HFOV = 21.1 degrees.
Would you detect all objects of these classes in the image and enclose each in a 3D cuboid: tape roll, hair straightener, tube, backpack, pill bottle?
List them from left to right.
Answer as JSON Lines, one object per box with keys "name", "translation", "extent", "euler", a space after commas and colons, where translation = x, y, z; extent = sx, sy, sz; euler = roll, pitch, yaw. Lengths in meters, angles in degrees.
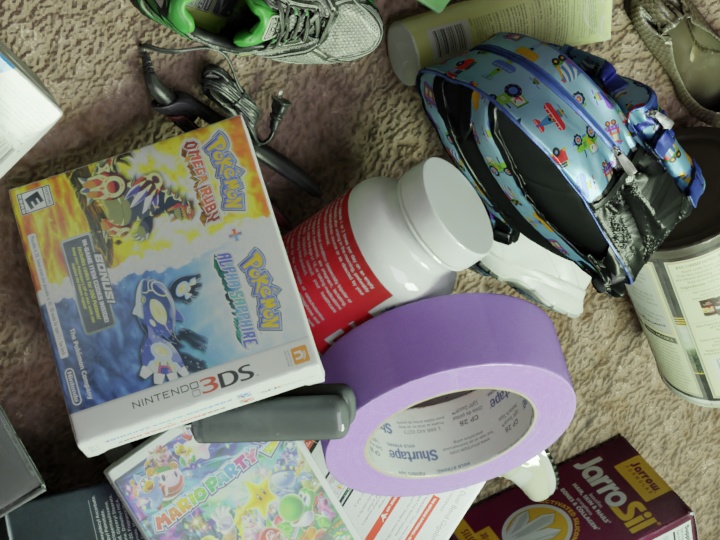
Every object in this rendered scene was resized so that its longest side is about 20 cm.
{"name": "hair straightener", "translation": [-0.091, -0.114, 1.458], "extent": [0.077, 0.041, 0.200], "euler": [-45, 125, 2]}
{"name": "pill bottle", "translation": [0.000, 0.000, 1.481], "extent": [0.199, 0.113, 0.112], "euler": [-33, 135, 28]}
{"name": "tape roll", "translation": [0.063, 0.099, 1.492], "extent": [0.198, 0.066, 0.201], "euler": [-11, 148, -7]}
{"name": "tube", "translation": [0.117, -0.192, 1.518], "extent": [0.198, 0.052, 0.058], "euler": [-18, 168, -23]}
{"name": "backpack", "translation": [0.142, -0.103, 1.457], "extent": [0.135, 0.182, 0.200], "euler": [-47, 124, -9]}

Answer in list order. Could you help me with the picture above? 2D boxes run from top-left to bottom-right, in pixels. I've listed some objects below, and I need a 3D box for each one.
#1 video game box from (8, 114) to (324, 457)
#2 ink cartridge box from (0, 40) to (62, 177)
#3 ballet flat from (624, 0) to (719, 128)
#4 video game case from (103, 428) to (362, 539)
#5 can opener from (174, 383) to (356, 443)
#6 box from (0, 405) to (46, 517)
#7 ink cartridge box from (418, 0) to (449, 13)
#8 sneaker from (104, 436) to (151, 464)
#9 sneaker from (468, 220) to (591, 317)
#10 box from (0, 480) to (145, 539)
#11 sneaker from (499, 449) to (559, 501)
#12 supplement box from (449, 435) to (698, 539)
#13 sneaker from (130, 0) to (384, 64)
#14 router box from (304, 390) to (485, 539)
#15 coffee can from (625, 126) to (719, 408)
{"name": "video game box", "translation": [-0.139, 0.010, 1.385], "extent": [0.181, 0.202, 0.047], "euler": [-18, 163, -4]}
{"name": "ink cartridge box", "translation": [-0.317, -0.084, 1.326], "extent": [0.200, 0.067, 0.116], "euler": [-44, 129, 2]}
{"name": "ballet flat", "translation": [0.288, -0.174, 1.620], "extent": [0.067, 0.046, 0.200], "euler": [-45, 130, 4]}
{"name": "video game case", "translation": [-0.084, 0.196, 1.466], "extent": [0.143, 0.018, 0.201], "euler": [-34, 100, -20]}
{"name": "can opener", "translation": [-0.104, 0.089, 1.405], "extent": [0.198, 0.053, 0.068], "euler": [-3, 104, 11]}
{"name": "box", "translation": [-0.355, 0.119, 1.383], "extent": [0.192, 0.048, 0.201], "euler": [-29, 95, -7]}
{"name": "ink cartridge box", "translation": [0.014, -0.297, 1.366], "extent": [0.199, 0.088, 0.146], "euler": [29, 103, -37]}
{"name": "sneaker", "translation": [-0.159, 0.068, 1.486], "extent": [0.113, 0.076, 0.201], "euler": [-10, 132, 3]}
{"name": "sneaker", "translation": [0.128, -0.030, 1.618], "extent": [0.199, 0.074, 0.088], "euler": [24, 94, -44]}
{"name": "box", "translation": [-0.187, 0.221, 1.518], "extent": [0.198, 0.148, 0.108], "euler": [-12, 82, -23]}
{"name": "sneaker", "translation": [0.103, 0.139, 1.706], "extent": [0.093, 0.071, 0.201], "euler": [-28, 127, 1]}
{"name": "supplement box", "translation": [0.196, 0.263, 1.788], "extent": [0.199, 0.131, 0.104], "euler": [-24, 128, -15]}
{"name": "sneaker", "translation": [-0.068, -0.179, 1.395], "extent": [0.198, 0.085, 0.079], "euler": [4, 117, -32]}
{"name": "router box", "translation": [0.026, 0.131, 1.619], "extent": [0.179, 0.049, 0.201], "euler": [29, 103, -13]}
{"name": "coffee can", "translation": [0.298, -0.001, 1.670], "extent": [0.146, 0.146, 0.201], "euler": [-33, 130, -7]}
